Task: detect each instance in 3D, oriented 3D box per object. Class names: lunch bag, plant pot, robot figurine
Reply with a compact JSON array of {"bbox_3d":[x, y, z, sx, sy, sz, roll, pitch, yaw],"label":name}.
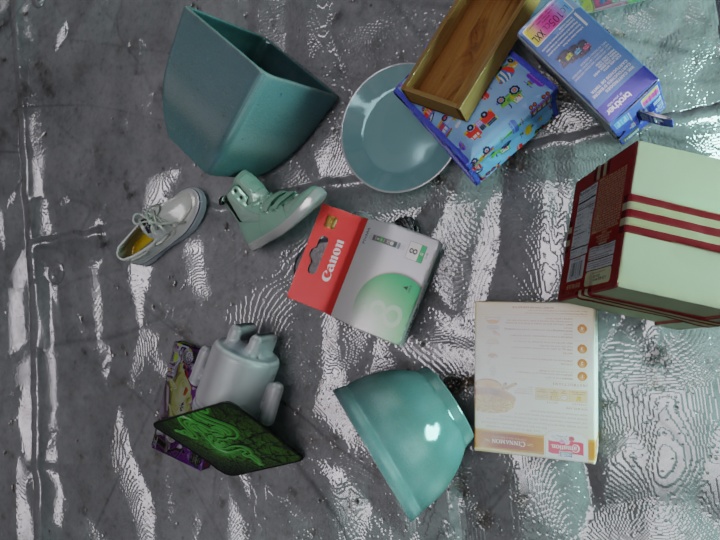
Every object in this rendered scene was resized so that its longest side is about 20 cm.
[{"bbox_3d":[0.150,-0.249,0.858,0.150,0.094,0.200,-41,71,8],"label":"lunch bag"},{"bbox_3d":[-0.199,-0.261,0.986,0.196,0.196,0.200,44,113,20],"label":"plant pot"},{"bbox_3d":[0.069,0.217,0.845,0.134,0.200,0.201,-30,73,-7],"label":"plant pot"},{"bbox_3d":[-0.203,0.187,1.000,0.169,0.113,0.200,24,97,23],"label":"robot figurine"}]

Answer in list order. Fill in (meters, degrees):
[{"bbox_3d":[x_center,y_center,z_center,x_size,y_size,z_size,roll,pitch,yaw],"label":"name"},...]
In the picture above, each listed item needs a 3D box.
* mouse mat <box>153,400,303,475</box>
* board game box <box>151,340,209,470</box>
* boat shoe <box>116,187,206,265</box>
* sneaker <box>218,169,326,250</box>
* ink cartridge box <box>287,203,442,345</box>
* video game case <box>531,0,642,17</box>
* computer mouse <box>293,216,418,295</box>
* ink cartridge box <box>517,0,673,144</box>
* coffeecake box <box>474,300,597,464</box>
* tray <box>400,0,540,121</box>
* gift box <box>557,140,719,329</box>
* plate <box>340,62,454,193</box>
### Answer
[{"bbox_3d":[-0.206,0.272,0.972,0.161,0.200,0.008,-20,40,23],"label":"mouse mat"},{"bbox_3d":[-0.300,0.237,1.092,0.120,0.032,0.201,14,93,21],"label":"board game box"},{"bbox_3d":[-0.369,-0.082,1.107,0.202,0.086,0.075,-35,74,20],"label":"boat shoe"},{"bbox_3d":[-0.146,-0.113,0.965,0.200,0.074,0.118,-25,103,44],"label":"sneaker"},{"bbox_3d":[0.000,0.000,0.904,0.200,0.050,0.161,21,88,13],"label":"ink cartridge box"},{"bbox_3d":[0.273,-0.436,0.798,0.182,0.022,0.200,-4,117,24],"label":"video game case"},{"bbox_3d":[-0.003,-0.005,0.956,0.199,0.053,0.139,-5,83,12],"label":"computer mouse"},{"bbox_3d":[0.303,-0.239,0.773,0.076,0.136,0.200,-43,71,23],"label":"ink cartridge box"},{"bbox_3d":[0.234,0.141,0.820,0.153,0.073,0.201,0,87,24],"label":"coffeecake box"},{"bbox_3d":[0.149,-0.304,0.821,0.099,0.037,0.200,30,86,33],"label":"tray"},{"bbox_3d":[0.347,-0.014,0.696,0.186,0.185,0.201,11,86,-2],"label":"gift box"},{"bbox_3d":[0.063,-0.217,0.946,0.200,0.026,0.201,-1,87,26],"label":"plate"}]
